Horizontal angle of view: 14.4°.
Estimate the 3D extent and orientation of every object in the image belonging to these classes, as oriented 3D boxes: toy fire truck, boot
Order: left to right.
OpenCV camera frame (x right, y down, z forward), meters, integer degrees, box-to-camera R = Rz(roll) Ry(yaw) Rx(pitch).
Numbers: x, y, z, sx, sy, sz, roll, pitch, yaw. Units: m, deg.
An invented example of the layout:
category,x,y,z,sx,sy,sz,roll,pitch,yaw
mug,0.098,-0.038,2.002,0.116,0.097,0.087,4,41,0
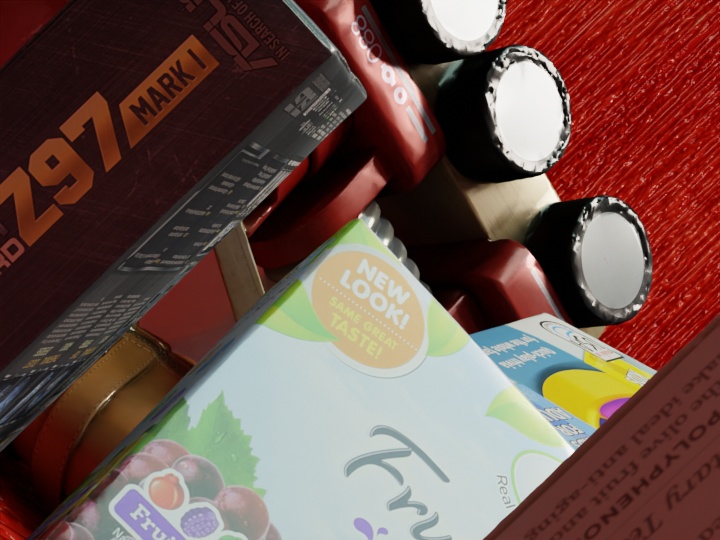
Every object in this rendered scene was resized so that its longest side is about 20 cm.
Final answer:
category,x,y,z,sx,sy,sz,roll,pitch,yaw
boot,-0.063,0.059,0.839,0.155,0.077,0.200,40,12,0
toy fire truck,0.000,0.000,0.961,0.128,0.200,0.177,-6,-58,46

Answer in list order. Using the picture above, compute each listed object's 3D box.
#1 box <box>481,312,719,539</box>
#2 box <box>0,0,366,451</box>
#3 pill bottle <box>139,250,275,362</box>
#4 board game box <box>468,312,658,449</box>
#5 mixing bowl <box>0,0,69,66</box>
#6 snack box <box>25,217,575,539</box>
category,x,y,z,sx,sy,sz,roll,pitch,yaw
box,0.101,0.153,0.561,0.199,0.200,0.171,46,0,-27
box,-0.072,-0.009,0.680,0.051,0.158,0.200,46,3,2
pill bottle,-0.024,0.024,1.116,0.113,0.112,0.200,48,3,34
board game box,0.109,0.082,0.854,0.199,0.047,0.151,28,14,17
mixing bowl,-0.179,-0.108,1.123,0.200,0.108,0.200,46,2,-2
snack box,0.020,0.106,0.722,0.200,0.142,0.053,47,-43,-4
